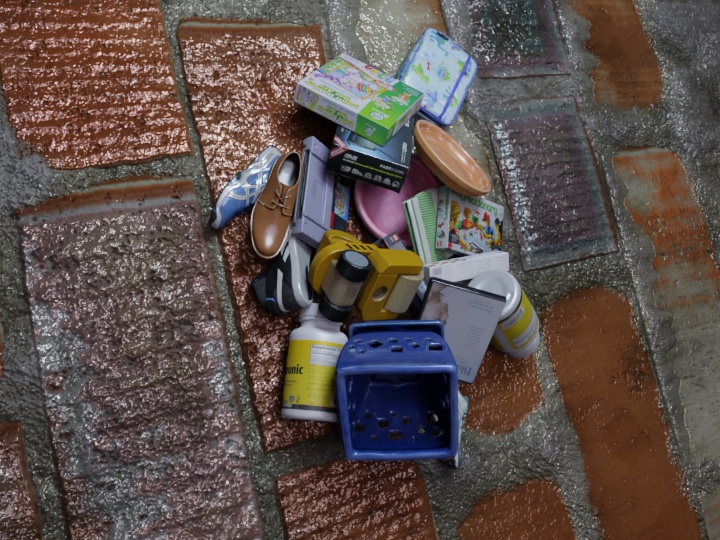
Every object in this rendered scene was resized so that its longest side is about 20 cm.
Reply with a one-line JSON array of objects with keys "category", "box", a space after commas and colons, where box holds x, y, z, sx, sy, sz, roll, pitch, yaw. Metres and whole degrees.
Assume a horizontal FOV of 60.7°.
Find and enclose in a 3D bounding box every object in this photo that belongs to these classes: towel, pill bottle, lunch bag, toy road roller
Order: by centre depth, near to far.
[{"category": "pill bottle", "box": [-0.078, 0.165, 1.102, 0.110, 0.111, 0.202, 11, 74, -20]}, {"category": "toy road roller", "box": [0.000, 0.000, 1.105, 0.198, 0.124, 0.146, 3, 36, -35]}, {"category": "pill bottle", "box": [0.291, 0.095, 1.229, 0.200, 0.111, 0.112, 49, 60, -45]}, {"category": "towel", "box": [0.165, -0.100, 1.255, 0.199, 0.023, 0.154, -29, 109, -42]}, {"category": "lunch bag", "box": [0.161, -0.412, 1.345, 0.160, 0.082, 0.201, 34, 69, -16]}]

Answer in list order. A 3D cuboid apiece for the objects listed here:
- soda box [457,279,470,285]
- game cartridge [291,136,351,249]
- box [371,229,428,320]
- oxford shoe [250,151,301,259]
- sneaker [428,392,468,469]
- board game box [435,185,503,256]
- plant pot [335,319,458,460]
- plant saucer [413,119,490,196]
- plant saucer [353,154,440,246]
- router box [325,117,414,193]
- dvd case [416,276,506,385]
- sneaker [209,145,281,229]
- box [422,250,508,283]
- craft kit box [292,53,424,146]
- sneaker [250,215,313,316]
[{"category": "soda box", "box": [0.182, 0.089, 1.254, 0.067, 0.064, 0.202, 6, 77, -23]}, {"category": "game cartridge", "box": [-0.069, -0.137, 1.171, 0.129, 0.038, 0.202, 28, 59, -46]}, {"category": "box", "box": [0.085, 0.027, 1.201, 0.035, 0.110, 0.201, -33, 92, -27]}, {"category": "oxford shoe", "box": [-0.148, -0.120, 1.086, 0.071, 0.071, 0.202, 15, 77, -18]}, {"category": "sneaker", "box": [0.181, 0.284, 1.206, 0.086, 0.077, 0.202, -6, 82, -27]}, {"category": "board game box", "box": [0.231, -0.091, 1.281, 0.199, 0.034, 0.128, 12, 80, -45]}, {"category": "plant pot", "box": [0.065, 0.195, 1.074, 0.198, 0.180, 0.202, -2, 118, 3]}, {"category": "plant saucer", "box": [0.177, -0.219, 1.234, 0.199, 0.037, 0.201, 32, 30, -21]}, {"category": "plant saucer", "box": [0.074, -0.145, 1.266, 0.199, 0.051, 0.203, 5, 76, -22]}, {"category": "router box", "box": [0.022, -0.248, 1.195, 0.148, 0.062, 0.201, 16, 42, -7]}, {"category": "dvd case", "box": [0.170, 0.115, 1.138, 0.141, 0.202, 0.018, 15, 30, 1]}, {"category": "sneaker", "box": [-0.199, -0.145, 1.136, 0.077, 0.076, 0.200, 42, 68, -5]}, {"category": "box", "box": [0.208, -0.005, 1.224, 0.198, 0.039, 0.042, -11, 103, -27]}, {"category": "craft kit box", "box": [0.001, -0.340, 1.204, 0.199, 0.049, 0.198, 28, 45, 8]}, {"category": "sneaker", "box": [-0.152, -0.010, 1.132, 0.073, 0.111, 0.201, 54, 23, -48]}]
